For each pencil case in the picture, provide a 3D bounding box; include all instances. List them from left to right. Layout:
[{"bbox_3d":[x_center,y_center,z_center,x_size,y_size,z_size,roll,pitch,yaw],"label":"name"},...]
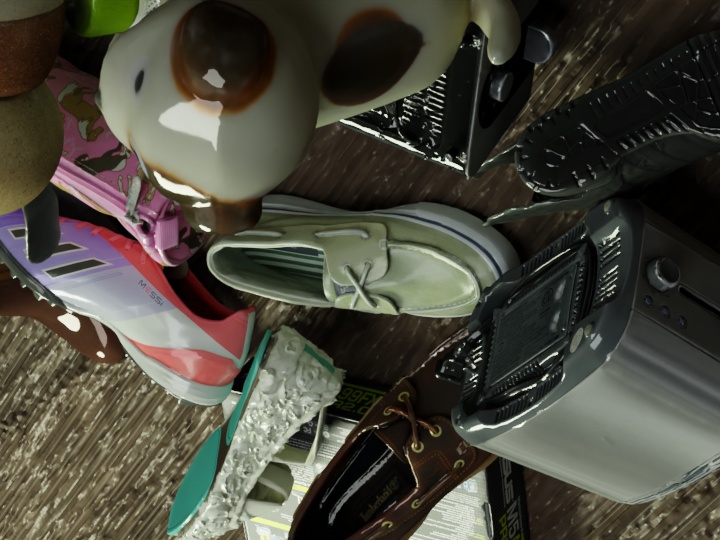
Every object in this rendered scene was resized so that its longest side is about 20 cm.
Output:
[{"bbox_3d":[-0.175,-0.083,1.510,0.199,0.083,0.087,31,171,17],"label":"pencil case"}]

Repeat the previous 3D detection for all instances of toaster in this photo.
[{"bbox_3d":[0.009,-0.171,1.297,0.199,0.119,0.182,22,130,21],"label":"toaster"},{"bbox_3d":[0.140,0.054,1.342,0.129,0.114,0.200,26,144,-19],"label":"toaster"}]

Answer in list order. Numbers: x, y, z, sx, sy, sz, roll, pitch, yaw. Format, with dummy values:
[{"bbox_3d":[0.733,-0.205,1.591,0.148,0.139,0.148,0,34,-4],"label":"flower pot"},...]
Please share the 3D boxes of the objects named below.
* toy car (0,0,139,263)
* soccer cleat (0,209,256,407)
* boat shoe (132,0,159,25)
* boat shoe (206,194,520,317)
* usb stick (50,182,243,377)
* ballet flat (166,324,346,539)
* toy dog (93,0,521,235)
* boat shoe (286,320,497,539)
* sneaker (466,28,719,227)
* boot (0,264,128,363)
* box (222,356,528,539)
[{"bbox_3d":[-0.224,-0.092,1.406,0.158,0.163,0.202,33,130,53],"label":"toy car"},{"bbox_3d":[-0.150,0.002,1.535,0.199,0.068,0.074,37,114,16],"label":"soccer cleat"},{"bbox_3d":[-0.110,-0.176,1.411,0.069,0.071,0.201,36,137,9],"label":"boat shoe"},{"bbox_3d":[0.000,0.000,1.463,0.199,0.062,0.072,6,123,32],"label":"boat shoe"},{"bbox_3d":[-0.150,-0.004,1.591,0.055,0.033,0.201,-29,101,43],"label":"usb stick"},{"bbox_3d":[-0.063,0.116,1.531,0.072,0.072,0.200,38,134,8],"label":"ballet flat"},{"bbox_3d":[-0.041,-0.101,1.157,0.193,0.200,0.140,30,134,15],"label":"toy dog"},{"bbox_3d":[0.032,0.105,1.455,0.070,0.070,0.201,45,108,27],"label":"boat shoe"},{"bbox_3d":[0.149,-0.073,1.303,0.198,0.104,0.060,-20,82,8],"label":"sneaker"},{"bbox_3d":[-0.262,0.032,1.578,0.188,0.200,0.068,47,135,-1],"label":"boot"},{"bbox_3d":[0.011,0.149,1.574,0.199,0.044,0.161,11,126,30],"label":"box"}]
